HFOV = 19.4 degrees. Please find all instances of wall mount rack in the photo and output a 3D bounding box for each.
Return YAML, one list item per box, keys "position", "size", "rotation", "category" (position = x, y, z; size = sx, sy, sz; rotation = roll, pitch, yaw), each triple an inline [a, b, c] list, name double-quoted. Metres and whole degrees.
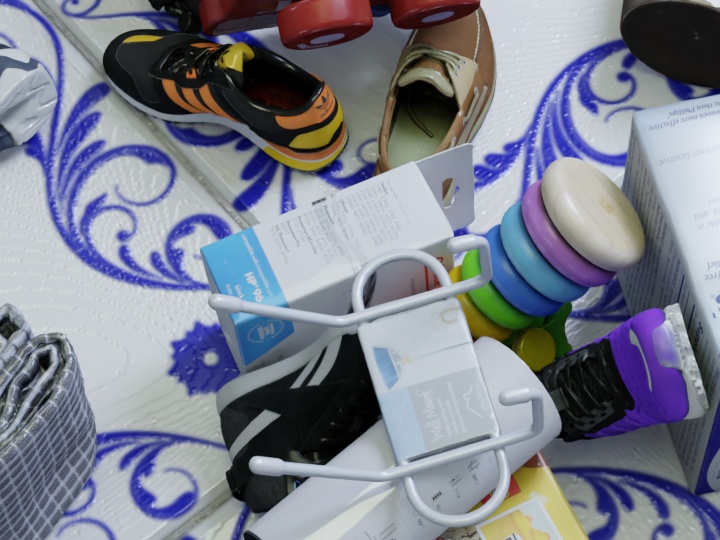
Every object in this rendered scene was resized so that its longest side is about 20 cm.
- position: [0.010, 0.059, 1.254]
  size: [0.173, 0.075, 0.200]
  rotation: [-16, 56, -2]
  category: "wall mount rack"

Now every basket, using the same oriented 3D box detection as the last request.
- position: [0.273, -0.247, 1.549]
  size: [0.180, 0.136, 0.201]
  rotation: [13, 67, 15]
  category: "basket"

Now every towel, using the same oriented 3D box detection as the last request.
- position: [-0.250, 0.142, 1.352]
  size: [0.085, 0.166, 0.200]
  rotation: [31, 68, 13]
  category: "towel"

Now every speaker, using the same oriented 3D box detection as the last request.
- position: [0.029, 0.130, 1.297]
  size: [0.200, 0.081, 0.081]
  rotation: [-39, 66, -16]
  category: "speaker"

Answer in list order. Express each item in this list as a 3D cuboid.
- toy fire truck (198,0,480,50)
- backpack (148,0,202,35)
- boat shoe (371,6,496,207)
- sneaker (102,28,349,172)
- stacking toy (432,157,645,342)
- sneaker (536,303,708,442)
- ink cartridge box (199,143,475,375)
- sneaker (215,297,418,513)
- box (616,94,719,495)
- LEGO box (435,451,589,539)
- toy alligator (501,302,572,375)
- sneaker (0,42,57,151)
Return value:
- position: [-0.007, -0.215, 1.515]
  size: [0.199, 0.168, 0.113]
  rotation: [-12, 86, -18]
  category: "toy fire truck"
- position: [-0.129, -0.304, 1.603]
  size: [0.126, 0.167, 0.200]
  rotation: [-18, 57, -28]
  category: "backpack"
- position: [0.055, -0.125, 1.524]
  size: [0.075, 0.074, 0.201]
  rotation: [8, 60, 8]
  category: "boat shoe"
- position: [-0.101, -0.145, 1.538]
  size: [0.200, 0.090, 0.070]
  rotation: [23, 65, 15]
  category: "sneaker"
- position: [0.092, 0.015, 1.393]
  size: [0.200, 0.085, 0.086]
  rotation: [-42, 57, 30]
  category: "stacking toy"
- position: [0.157, 0.076, 1.339]
  size: [0.099, 0.200, 0.070]
  rotation: [-15, 79, -5]
  category: "sneaker"
- position: [0.000, 0.000, 1.438]
  size: [0.199, 0.116, 0.068]
  rotation: [-23, 62, -8]
  category: "ink cartridge box"
- position: [-0.006, 0.101, 1.374]
  size: [0.200, 0.073, 0.112]
  rotation: [-29, 63, 36]
  category: "sneaker"
- position: [0.246, 0.014, 1.376]
  size: [0.105, 0.184, 0.201]
  rotation: [-12, 62, -5]
  category: "box"
- position: [0.088, 0.230, 1.329]
  size: [0.149, 0.077, 0.200]
  rotation: [-24, 63, -9]
  category: "LEGO box"
- position: [0.117, 0.057, 1.437]
  size: [0.054, 0.059, 0.200]
  rotation: [46, 68, -19]
  category: "toy alligator"
- position: [-0.334, -0.106, 1.544]
  size: [0.129, 0.080, 0.199]
  rotation: [36, 77, 29]
  category: "sneaker"
